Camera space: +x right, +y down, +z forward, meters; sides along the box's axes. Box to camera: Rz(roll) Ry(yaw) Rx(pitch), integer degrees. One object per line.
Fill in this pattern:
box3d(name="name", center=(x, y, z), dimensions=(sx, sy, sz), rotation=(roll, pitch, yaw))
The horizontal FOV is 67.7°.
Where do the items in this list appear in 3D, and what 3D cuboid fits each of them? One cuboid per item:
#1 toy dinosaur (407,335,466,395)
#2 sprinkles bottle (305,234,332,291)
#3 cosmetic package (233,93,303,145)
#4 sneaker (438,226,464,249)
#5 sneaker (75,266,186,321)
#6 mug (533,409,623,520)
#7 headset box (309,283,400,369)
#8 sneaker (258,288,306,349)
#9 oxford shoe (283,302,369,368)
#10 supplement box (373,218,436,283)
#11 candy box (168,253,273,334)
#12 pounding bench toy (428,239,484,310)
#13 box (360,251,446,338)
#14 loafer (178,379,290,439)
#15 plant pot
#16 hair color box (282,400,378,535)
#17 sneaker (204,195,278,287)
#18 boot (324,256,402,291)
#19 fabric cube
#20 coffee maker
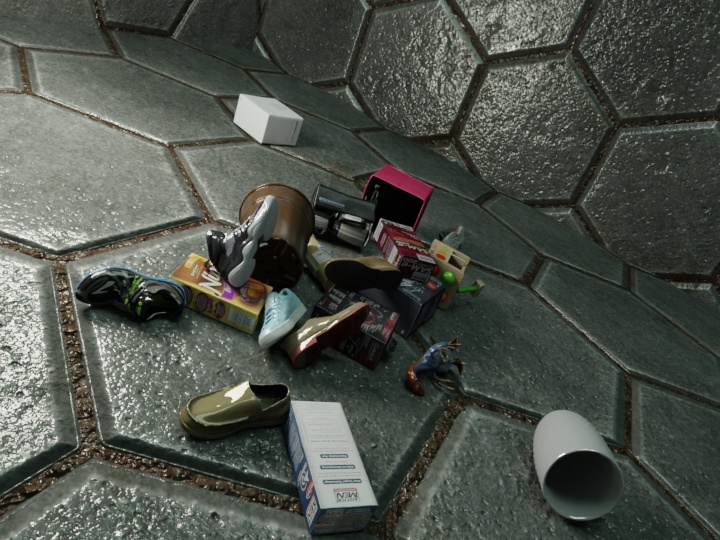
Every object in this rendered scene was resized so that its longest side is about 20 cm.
box3d(name="toy dinosaur", center=(0.159, 0.220, 1.217), dimensions=(0.176, 0.109, 0.198), rotation=(-9, 1, -29))
box3d(name="sprinkles bottle", center=(-0.113, -0.028, 1.404), dimensions=(0.067, 0.070, 0.201), rotation=(0, 35, -39))
box3d(name="cosmetic package", center=(-0.377, -0.613, 2.195), dimensions=(0.198, 0.126, 0.197), rotation=(39, 28, 28))
box3d(name="sneaker", center=(0.318, -0.110, 1.958), dimensions=(0.079, 0.080, 0.199), rotation=(4, 16, 27))
box3d(name="sneaker", center=(-0.419, 0.046, 0.995), dimensions=(0.194, 0.073, 0.083), rotation=(11, 22, -32))
box3d(name="mug", center=(0.424, 0.382, 1.051), dimensions=(0.202, 0.146, 0.176), rotation=(53, 16, -10))
box3d(name="headset box", center=(-0.005, 0.122, 1.209), dimensions=(0.195, 0.077, 0.149), rotation=(27, 26, 6))
box3d(name="sneaker", center=(-0.175, 0.093, 1.096), dimensions=(0.083, 0.073, 0.200), rotation=(51, 15, -5))
box3d(name="oxford shoe", center=(-0.070, 0.112, 1.095), dimensions=(0.196, 0.072, 0.075), rotation=(-30, 50, -23))
box3d(name="supplement box", center=(0.113, -0.055, 1.419), dimensions=(0.105, 0.062, 0.202), rotation=(13, 28, -25))
box3d(name="candy box", center=(-0.292, 0.046, 1.125), dimensions=(0.194, 0.058, 0.118), rotation=(22, 27, -3))
box3d(name="pounding bench toy", center=(0.262, 0.030, 1.556), dimensions=(0.195, 0.127, 0.156), rotation=(28, 26, 8))
box3d(name="box", center=(0.097, 0.052, 1.396), dimensions=(0.197, 0.107, 0.181), rotation=(33, 28, 19))
box3d(name="loafer", center=(-0.198, 0.216, 0.875), dimensions=(0.195, 0.069, 0.076), rotation=(0, 34, -41))
box3d(name="plant pot", center=(-0.204, -0.069, 1.273), dimensions=(0.194, 0.204, 0.201), rotation=(16, 33, -15))
box3d(name="hair color box", center=(-0.054, 0.303, 0.848), dimensions=(0.097, 0.062, 0.202), rotation=(10, 29, -27))
box3d(name="sneaker", center=(-0.254, -0.078, 1.123), dimensions=(0.111, 0.206, 0.076), rotation=(22, -9, 14))
box3d(name="boot", center=(0.000, 0.000, 1.266), dimensions=(0.193, 0.076, 0.076), rotation=(7, 28, -24))
box3d(name="fabric cube", center=(0.111, -0.209, 1.785), dimensions=(0.195, 0.201, 0.200), rotation=(26, 26, 6))
box3d(name="coffee maker", center=(-0.056, -0.182, 1.623), dimensions=(0.193, 0.136, 0.197), rotation=(18, 51, -11))
